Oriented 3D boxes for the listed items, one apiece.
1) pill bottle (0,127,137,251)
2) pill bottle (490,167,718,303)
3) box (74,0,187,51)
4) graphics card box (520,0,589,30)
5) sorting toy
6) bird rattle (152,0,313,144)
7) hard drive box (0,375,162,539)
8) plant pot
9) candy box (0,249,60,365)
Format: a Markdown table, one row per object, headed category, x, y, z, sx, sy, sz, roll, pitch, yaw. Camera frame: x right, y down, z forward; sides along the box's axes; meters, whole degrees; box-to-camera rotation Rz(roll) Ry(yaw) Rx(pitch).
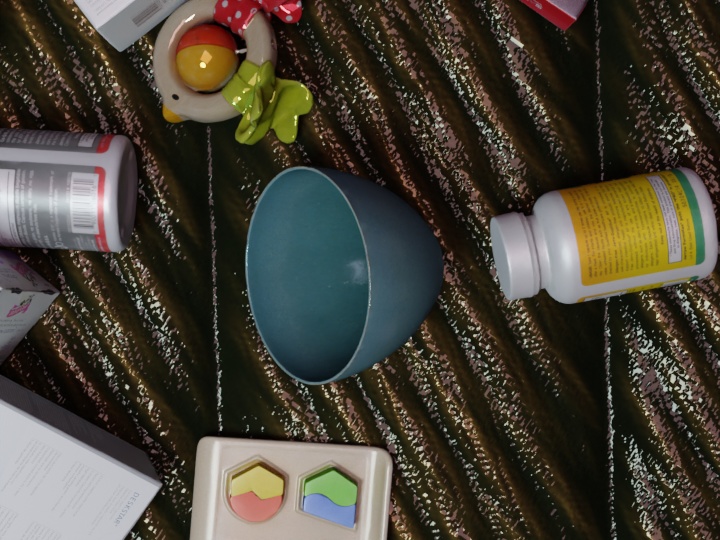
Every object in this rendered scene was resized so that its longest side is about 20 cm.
| category | x | y | z | sx | sy | sz | roll | pitch | yaw |
| --- | --- | --- | --- | --- | --- | --- | --- | --- | --- |
| pill bottle | -0.323 | -0.079 | 1.071 | 0.200 | 0.114 | 0.114 | 3 | 91 | -1 |
| pill bottle | 0.234 | -0.030 | 1.089 | 0.200 | 0.113 | 0.113 | -11 | 92 | -1 |
| box | -0.264 | -0.326 | 1.062 | 0.097 | 0.124 | 0.200 | -38 | 93 | -1 |
| graphics card box | 0.213 | -0.359 | 1.111 | 0.125 | 0.051 | 0.200 | 34 | 89 | -2 |
| sorting toy | -0.073 | 0.266 | 1.125 | 0.200 | 0.036 | 0.186 | 5 | 91 | -1 |
| bird rattle | -0.129 | -0.218 | 1.084 | 0.163 | 0.113 | 0.200 | -7 | 89 | 15 |
| hard drive box | -0.318 | 0.208 | 1.057 | 0.200 | 0.077 | 0.156 | 37 | 90 | -29 |
| plant pot | 0.000 | 0.000 | 1.060 | 0.135 | 0.200 | 0.201 | -5 | 92 | -37 |
| candy box | -0.394 | 0.072 | 1.044 | 0.072 | 0.168 | 0.200 | 40 | 89 | 4 |
